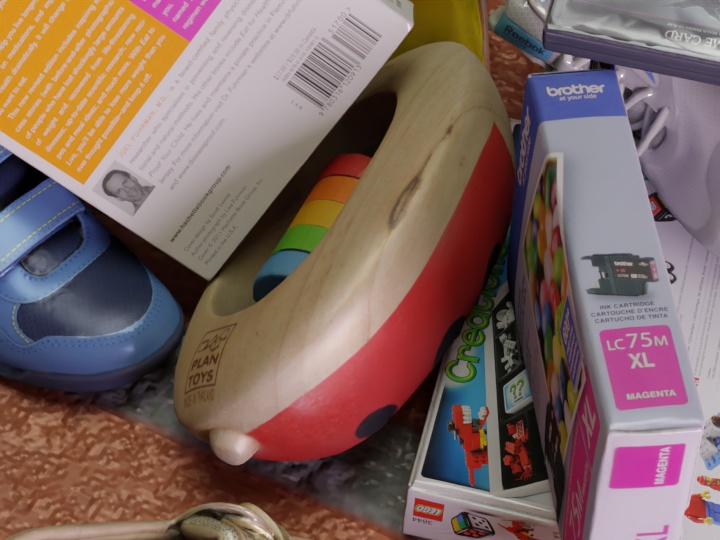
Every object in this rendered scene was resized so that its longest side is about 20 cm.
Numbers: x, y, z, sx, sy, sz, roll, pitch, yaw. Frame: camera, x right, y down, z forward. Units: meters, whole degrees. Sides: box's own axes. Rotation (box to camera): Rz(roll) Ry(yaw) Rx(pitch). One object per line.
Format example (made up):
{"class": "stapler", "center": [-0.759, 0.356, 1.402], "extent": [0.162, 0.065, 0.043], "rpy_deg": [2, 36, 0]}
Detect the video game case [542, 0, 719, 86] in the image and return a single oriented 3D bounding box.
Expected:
{"class": "video game case", "center": [0.161, -0.155, 1.076], "extent": [0.142, 0.019, 0.200], "rpy_deg": [12, 63, 10]}

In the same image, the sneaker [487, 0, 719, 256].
{"class": "sneaker", "center": [0.098, -0.087, 1.147], "extent": [0.086, 0.075, 0.200], "rpy_deg": [-12, 63, -27]}

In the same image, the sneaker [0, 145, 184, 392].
{"class": "sneaker", "center": [-0.153, -0.026, 1.138], "extent": [0.200, 0.082, 0.074], "rpy_deg": [35, 54, 22]}

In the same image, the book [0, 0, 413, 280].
{"class": "book", "center": [-0.098, -0.104, 1.084], "extent": [0.200, 0.134, 0.048], "rpy_deg": [35, 19, -14]}

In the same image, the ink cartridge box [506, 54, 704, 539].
{"class": "ink cartridge box", "center": [0.084, 0.015, 1.048], "extent": [0.042, 0.120, 0.200], "rpy_deg": [-3, 50, -4]}

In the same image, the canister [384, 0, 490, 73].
{"class": "canister", "center": [0.008, -0.164, 1.224], "extent": [0.086, 0.149, 0.200], "rpy_deg": [-8, 51, 9]}

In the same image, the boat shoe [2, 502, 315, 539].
{"class": "boat shoe", "center": [-0.049, 0.117, 1.000], "extent": [0.200, 0.065, 0.072], "rpy_deg": [3, 45, -34]}

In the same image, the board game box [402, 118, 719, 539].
{"class": "board game box", "center": [0.099, 0.031, 1.138], "extent": [0.126, 0.035, 0.200], "rpy_deg": [13, 50, 6]}

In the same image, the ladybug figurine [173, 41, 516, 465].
{"class": "ladybug figurine", "center": [0.000, 0.000, 1.110], "extent": [0.072, 0.136, 0.200], "rpy_deg": [42, 62, -19]}
